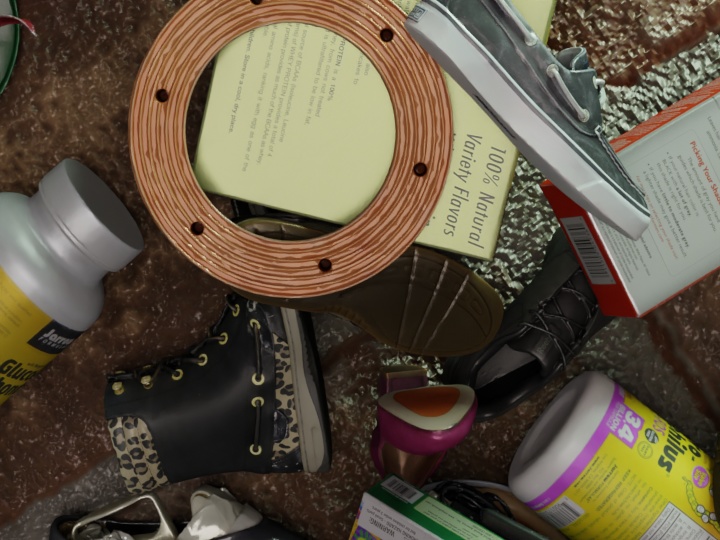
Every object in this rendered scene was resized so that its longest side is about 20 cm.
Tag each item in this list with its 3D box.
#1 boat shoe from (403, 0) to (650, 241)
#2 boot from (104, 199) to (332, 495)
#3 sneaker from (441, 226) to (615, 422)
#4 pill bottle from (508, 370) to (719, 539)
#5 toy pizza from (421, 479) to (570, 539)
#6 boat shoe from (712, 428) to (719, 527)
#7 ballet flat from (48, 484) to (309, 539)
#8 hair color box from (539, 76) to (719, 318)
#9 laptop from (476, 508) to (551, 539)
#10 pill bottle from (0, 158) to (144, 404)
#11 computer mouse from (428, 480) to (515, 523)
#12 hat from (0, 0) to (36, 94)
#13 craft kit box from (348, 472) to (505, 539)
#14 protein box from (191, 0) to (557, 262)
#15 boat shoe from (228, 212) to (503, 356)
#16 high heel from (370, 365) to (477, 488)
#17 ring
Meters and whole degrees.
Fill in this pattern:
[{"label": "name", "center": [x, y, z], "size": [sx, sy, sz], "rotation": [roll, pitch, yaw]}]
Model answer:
[{"label": "boat shoe", "center": [0.115, -0.102, 1.036], "size": [0.068, 0.072, 0.200], "rotation": [-46, 105, 0]}, {"label": "boot", "center": [-0.108, 0.055, 1.204], "size": [0.152, 0.074, 0.206], "rotation": [-11, 103, 3]}, {"label": "sneaker", "center": [0.136, 0.031, 1.181], "size": [0.076, 0.091, 0.201], "rotation": [39, 99, -4]}, {"label": "pill bottle", "center": [0.206, 0.166, 1.195], "size": [0.199, 0.104, 0.105], "rotation": [38, 100, -5]}, {"label": "toy pizza", "center": [0.075, 0.250, 1.254], "size": [0.197, 0.032, 0.203], "rotation": [1, 101, 3]}, {"label": "boat shoe", "center": [0.284, 0.084, 1.159], "size": [0.065, 0.072, 0.203], "rotation": [20, 64, -9]}, {"label": "ballet flat", "center": [-0.130, 0.189, 1.236], "size": [0.197, 0.073, 0.074], "rotation": [-6, 100, 6]}, {"label": "hair color box", "center": [0.228, -0.061, 1.142], "size": [0.199, 0.061, 0.102], "rotation": [-29, 97, -13]}, {"label": "laptop", "center": [0.164, 0.265, 1.170], "size": [0.199, 0.116, 0.189], "rotation": [25, 113, 23]}, {"label": "pill bottle", "center": [-0.246, 0.019, 1.187], "size": [0.200, 0.112, 0.112], "rotation": [-40, 96, 10]}, {"label": "computer mouse", "center": [0.065, 0.258, 1.208], "size": [0.138, 0.053, 0.201], "rotation": [30, 107, -1]}, {"label": "hat", "center": [-0.314, -0.157, 1.124], "size": [0.199, 0.176, 0.166], "rotation": [-39, 96, 9]}, {"label": "craft kit box", "center": [0.063, 0.266, 1.138], "size": [0.199, 0.048, 0.199], "rotation": [28, 118, 22]}, {"label": "protein box", "center": [0.013, -0.134, 1.134], "size": [0.198, 0.135, 0.201], "rotation": [13, 101, 1]}, {"label": "boat shoe", "center": [0.000, 0.000, 1.139], "size": [0.198, 0.065, 0.074], "rotation": [19, 107, -21]}, {"label": "high heel", "center": [0.042, 0.122, 1.148], "size": [0.067, 0.200, 0.097], "rotation": [-4, 95, -2]}, {"label": "ring", "center": [-0.042, -0.084, 1.063], "size": [0.198, 0.019, 0.203], "rotation": [0, 97, 2]}]
